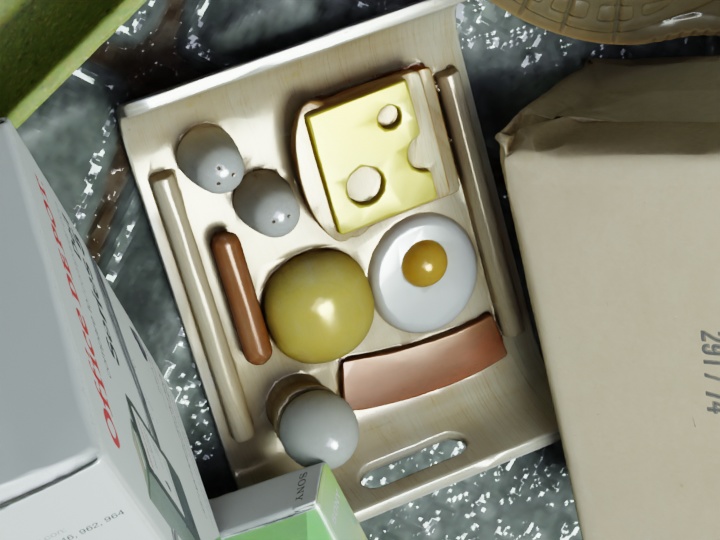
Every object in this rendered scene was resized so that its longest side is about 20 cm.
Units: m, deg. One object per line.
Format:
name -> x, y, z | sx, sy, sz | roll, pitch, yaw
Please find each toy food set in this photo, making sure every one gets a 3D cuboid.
toy food set -> 0.000, 0.000, 0.905 | 0.143, 0.060, 0.201 | -21, 114, -12

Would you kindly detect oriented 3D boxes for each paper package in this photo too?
paper package -> 0.171, 0.020, 0.899 | 0.103, 0.190, 0.201 | -45, 129, -51

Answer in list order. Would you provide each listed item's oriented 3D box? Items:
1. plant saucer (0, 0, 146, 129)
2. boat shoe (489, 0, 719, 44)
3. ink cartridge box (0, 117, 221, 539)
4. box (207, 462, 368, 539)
plant saucer -> -0.161, -0.145, 0.765 | 0.200, 0.048, 0.200 | -42, 102, 17
boat shoe -> 0.122, -0.134, 0.903 | 0.199, 0.065, 0.072 | 5, 130, -14
ink cartridge box -> -0.111, 0.068, 0.793 | 0.084, 0.146, 0.200 | -22, 146, 0
box -> -0.039, 0.184, 0.940 | 0.144, 0.036, 0.200 | -19, 117, 14
